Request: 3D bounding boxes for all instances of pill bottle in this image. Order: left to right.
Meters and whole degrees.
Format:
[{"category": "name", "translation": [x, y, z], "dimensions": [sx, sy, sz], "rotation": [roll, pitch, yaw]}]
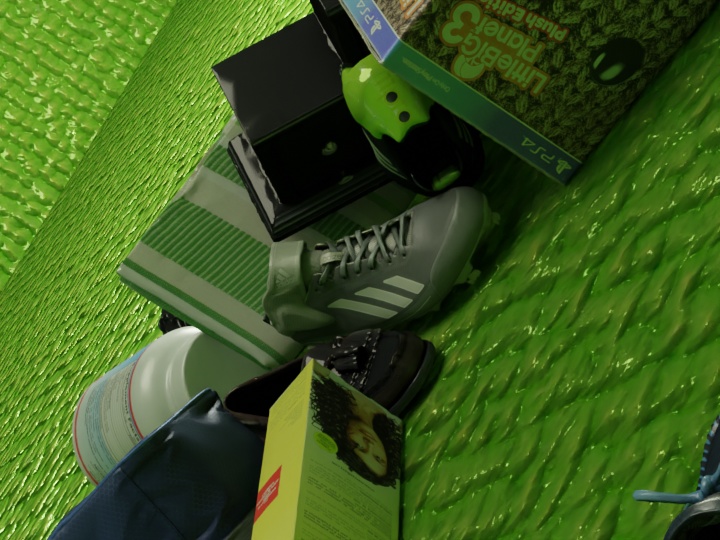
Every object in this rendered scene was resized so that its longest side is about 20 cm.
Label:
[{"category": "pill bottle", "translation": [-0.137, 0.105, 1.373], "dimensions": [0.200, 0.108, 0.109], "rotation": [-31, 28, 55]}]

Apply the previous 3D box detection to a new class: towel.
[{"category": "towel", "translation": [-0.062, -0.035, 1.318], "dimensions": [0.200, 0.152, 0.023], "rotation": [-54, -14, -23]}]

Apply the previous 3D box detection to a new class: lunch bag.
[{"category": "lunch bag", "translation": [-0.121, 0.188, 1.101], "dimensions": [0.200, 0.132, 0.136], "rotation": [-45, -3, 24]}]

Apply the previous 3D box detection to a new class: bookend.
[{"category": "bookend", "translation": [-0.014, -0.146, 1.220], "dimensions": [0.198, 0.200, 0.092], "rotation": [-28, 58, -2]}]

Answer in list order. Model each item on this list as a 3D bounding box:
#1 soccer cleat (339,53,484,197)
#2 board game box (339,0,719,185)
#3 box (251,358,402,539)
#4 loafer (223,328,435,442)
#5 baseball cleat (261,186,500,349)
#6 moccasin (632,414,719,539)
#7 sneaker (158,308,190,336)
[{"category": "soccer cleat", "translation": [0.043, -0.078, 1.184], "dimensions": [0.067, 0.081, 0.200], "rotation": [-34, -26, 7]}, {"category": "board game box", "translation": [0.115, -0.183, 1.084], "dimensions": [0.200, 0.159, 0.097], "rotation": [-51, 33, 16]}, {"category": "box", "translation": [-0.019, 0.133, 1.022], "dimensions": [0.050, 0.075, 0.200], "rotation": [-48, 18, 23]}, {"category": "loafer", "translation": [-0.027, 0.080, 1.176], "dimensions": [0.200, 0.063, 0.072], "rotation": [-34, 26, 54]}, {"category": "baseball cleat", "translation": [0.000, 0.000, 1.184], "dimensions": [0.200, 0.106, 0.070], "rotation": [-46, 29, 44]}, {"category": "moccasin", "translation": [0.139, 0.098, 0.623], "dimensions": [0.081, 0.068, 0.200], "rotation": [-47, 17, 26]}, {"category": "sneaker", "translation": [-0.067, 0.005, 1.418], "dimensions": [0.200, 0.090, 0.067], "rotation": [-38, 61, 18]}]
